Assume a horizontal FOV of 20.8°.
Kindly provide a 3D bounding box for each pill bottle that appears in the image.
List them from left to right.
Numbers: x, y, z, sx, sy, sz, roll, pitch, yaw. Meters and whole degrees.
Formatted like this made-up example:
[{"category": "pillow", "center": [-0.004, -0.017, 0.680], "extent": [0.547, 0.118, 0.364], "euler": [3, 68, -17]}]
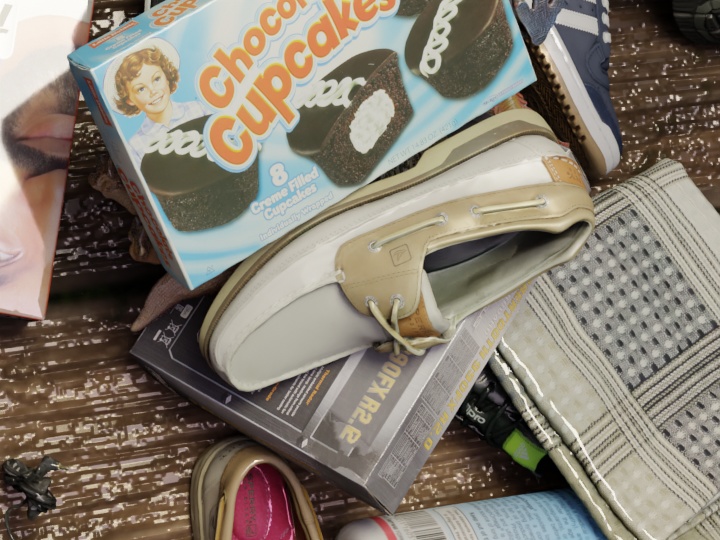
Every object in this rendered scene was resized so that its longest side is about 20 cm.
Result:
[{"category": "pill bottle", "center": [0.090, 0.173, 1.036], "extent": [0.198, 0.109, 0.110], "euler": [-6, 89, -16]}]

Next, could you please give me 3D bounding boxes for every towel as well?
[{"category": "towel", "center": [0.166, 0.050, 1.047], "extent": [0.192, 0.035, 0.201], "euler": [-28, 79, -37]}]

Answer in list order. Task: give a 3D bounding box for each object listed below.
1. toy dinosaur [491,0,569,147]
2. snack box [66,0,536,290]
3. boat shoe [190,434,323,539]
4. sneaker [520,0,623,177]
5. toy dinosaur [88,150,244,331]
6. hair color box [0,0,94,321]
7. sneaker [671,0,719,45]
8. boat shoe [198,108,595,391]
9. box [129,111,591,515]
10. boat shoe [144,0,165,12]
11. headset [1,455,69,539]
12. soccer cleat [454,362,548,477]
[{"category": "toy dinosaur", "center": [0.016, -0.163, 1.028], "extent": [0.104, 0.181, 0.201], "euler": [-24, 128, -23]}, {"category": "snack box", "center": [-0.023, -0.092, 0.898], "extent": [0.199, 0.037, 0.117], "euler": [-32, 118, -16]}, {"category": "boat shoe", "center": [-0.046, 0.186, 1.015], "extent": [0.073, 0.069, 0.202], "euler": [-13, 91, -17]}, {"category": "sneaker", "center": [0.120, -0.159, 1.081], "extent": [0.108, 0.070, 0.201], "euler": [-29, 93, -14]}, {"category": "toy dinosaur", "center": [-0.051, -0.057, 0.963], "extent": [0.135, 0.086, 0.202], "euler": [8, 98, -31]}, {"category": "hair color box", "center": [-0.200, -0.081, 0.987], "extent": [0.110, 0.064, 0.202], "euler": [9, 86, -17]}, {"category": "sneaker", "center": [0.182, -0.198, 1.063], "extent": [0.075, 0.200, 0.092], "euler": [-4, 69, 22]}, {"category": "boat shoe", "center": [0.017, 0.002, 0.924], "extent": [0.199, 0.075, 0.069], "euler": [-34, 53, 2]}, {"category": "box", "center": [0.000, 0.000, 1.003], "extent": [0.158, 0.048, 0.201], "euler": [26, 77, 28]}, {"category": "boat shoe", "center": [-0.083, -0.137, 1.021], "extent": [0.071, 0.068, 0.202], "euler": [10, 85, -16]}, {"category": "headset", "center": [-0.146, 0.197, 0.998], "extent": [0.123, 0.094, 0.202], "euler": [-17, 107, -21]}, {"category": "soccer cleat", "center": [0.074, 0.061, 1.051], "extent": [0.199, 0.068, 0.082], "euler": [15, 52, -16]}]
